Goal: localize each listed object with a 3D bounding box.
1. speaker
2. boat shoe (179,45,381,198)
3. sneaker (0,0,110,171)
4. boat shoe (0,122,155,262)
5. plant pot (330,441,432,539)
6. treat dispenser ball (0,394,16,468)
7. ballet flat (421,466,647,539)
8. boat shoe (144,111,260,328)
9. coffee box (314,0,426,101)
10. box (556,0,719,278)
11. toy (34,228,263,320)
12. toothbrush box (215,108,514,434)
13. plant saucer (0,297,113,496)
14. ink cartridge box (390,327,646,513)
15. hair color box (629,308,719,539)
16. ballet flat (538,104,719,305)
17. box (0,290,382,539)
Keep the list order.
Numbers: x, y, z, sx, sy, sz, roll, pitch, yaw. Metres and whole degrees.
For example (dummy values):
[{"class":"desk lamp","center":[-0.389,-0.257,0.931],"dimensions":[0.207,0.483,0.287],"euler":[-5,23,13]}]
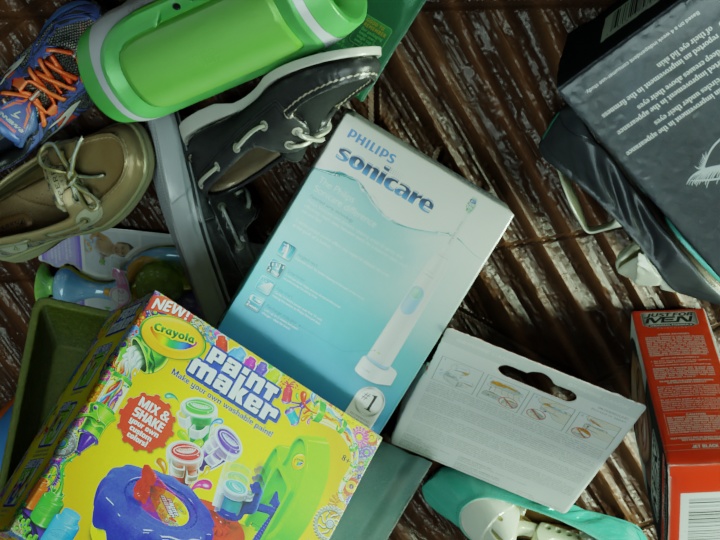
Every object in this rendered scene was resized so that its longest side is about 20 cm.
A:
[{"class":"speaker","center":[-0.099,-0.170,1.115],"dimensions":[0.200,0.088,0.088],"euler":[-19,114,26]},{"class":"boat shoe","center":[-0.056,-0.106,1.144],"dimensions":[0.200,0.074,0.060],"euler":[-21,79,40]},{"class":"sneaker","center":[-0.249,-0.129,1.228],"dimensions":[0.075,0.078,0.200],"euler":[41,121,-12]},{"class":"boat shoe","center":[-0.243,-0.056,1.257],"dimensions":[0.200,0.063,0.073],"euler":[-30,74,32]},{"class":"plant pot","center":[-0.048,0.210,1.318],"dimensions":[0.134,0.200,0.200],"euler":[31,123,7]},{"class":"treat dispenser ball","center":[-0.222,0.180,1.329],"dimensions":[0.201,0.201,0.201],"euler":[6,121,10]},{"class":"ballet flat","center":[0.145,0.220,1.340],"dimensions":[0.200,0.070,0.067],"euler":[18,123,4]},{"class":"boat shoe","center":[-0.114,-0.040,1.258],"dimensions":[0.071,0.072,0.200],"euler":[-19,106,-11]},{"class":"coffee box","center":[0.002,-0.230,1.127],"dimensions":[0.123,0.044,0.200],"euler":[30,123,-3]},{"class":"box","center":[0.255,-0.113,1.098],"dimensions":[0.148,0.104,0.200],"euler":[-34,107,28]},{"class":"toy","center":[-0.175,0.027,1.319],"dimensions":[0.200,0.047,0.115],"euler":[8,122,10]},{"class":"toothbrush box","center":[0.000,0.000,1.196],"dimensions":[0.146,0.085,0.200],"euler":[30,98,-5]},{"class":"plant saucer","center":[-0.174,0.139,1.220],"dimensions":[0.200,0.200,0.048],"euler":[13,166,-20]},{"class":"ink cartridge box","center":[0.121,0.106,1.251],"dimensions":[0.162,0.050,0.200],"euler":[22,145,1]},{"class":"hair color box","center":[0.240,0.122,1.178],"dimensions":[0.061,0.200,0.102],"euler":[-3,119,4]},{"class":"ballet flat","center":[0.203,-0.037,1.178],"dimensions":[0.073,0.073,0.200],"euler":[-37,100,29]},{"class":"box","center":[-0.128,0.152,1.143],"dimensions":[0.200,0.193,0.122],"euler":[34,160,-15]}]
